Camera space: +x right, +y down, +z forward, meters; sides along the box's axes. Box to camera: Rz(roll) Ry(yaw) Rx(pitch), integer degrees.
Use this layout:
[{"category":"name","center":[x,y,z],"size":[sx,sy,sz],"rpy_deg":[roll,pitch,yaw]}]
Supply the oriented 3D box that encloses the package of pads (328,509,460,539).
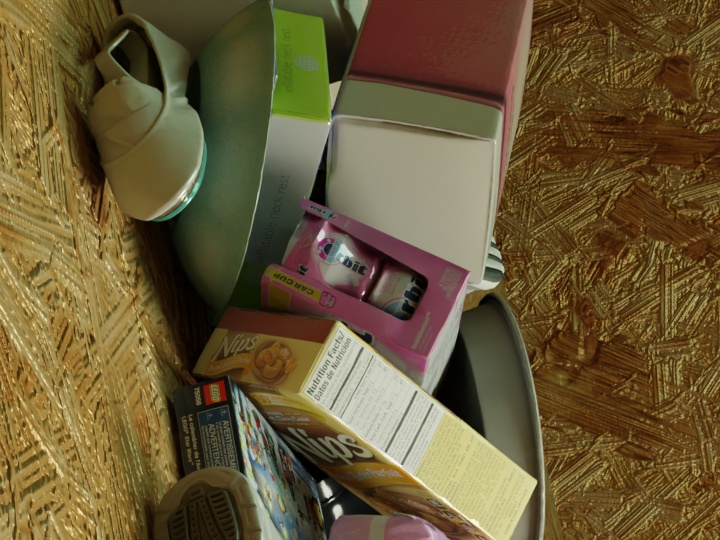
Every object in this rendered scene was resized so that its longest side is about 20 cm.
[{"category":"package of pads","center":[0.017,0.252,1.298],"size":[0.120,0.075,0.201],"rpy_deg":[40,54,-68]}]

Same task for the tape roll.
[{"category":"tape roll","center":[-0.087,-0.215,1.496],"size":[0.203,0.139,0.203],"rpy_deg":[-17,90,-82]}]

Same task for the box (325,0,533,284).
[{"category":"box","center":[0.048,-0.106,1.428],"size":[0.200,0.109,0.128],"rpy_deg":[-75,171,-47]}]

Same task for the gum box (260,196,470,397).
[{"category":"gum box","center":[0.001,0.034,1.367],"size":[0.200,0.113,0.066],"rpy_deg":[95,20,-69]}]

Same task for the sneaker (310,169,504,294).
[{"category":"sneaker","center":[0.000,0.000,1.523],"size":[0.200,0.115,0.075],"rpy_deg":[19,47,-39]}]

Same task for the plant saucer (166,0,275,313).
[{"category":"plant saucer","center":[-0.093,-0.075,1.339],"size":[0.201,0.039,0.202],"rpy_deg":[-172,-90,-78]}]

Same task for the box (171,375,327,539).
[{"category":"box","center":[-0.057,0.163,1.303],"size":[0.200,0.040,0.137],"rpy_deg":[58,18,-63]}]

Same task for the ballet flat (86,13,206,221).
[{"category":"ballet flat","center":[-0.133,-0.095,1.260],"size":[0.200,0.069,0.070],"rpy_deg":[-101,171,-60]}]

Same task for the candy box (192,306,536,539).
[{"category":"candy box","center":[0.004,0.099,1.338],"size":[0.200,0.115,0.055],"rpy_deg":[39,70,-33]}]

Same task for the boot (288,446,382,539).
[{"category":"boot","center":[0.014,0.162,1.528],"size":[0.200,0.076,0.169],"rpy_deg":[-57,134,-46]}]

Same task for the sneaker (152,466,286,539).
[{"category":"sneaker","center":[-0.046,0.204,1.119],"size":[0.099,0.078,0.201],"rpy_deg":[43,31,-53]}]

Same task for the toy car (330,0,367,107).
[{"category":"toy car","center":[-0.045,-0.207,1.831],"size":[0.200,0.184,0.177],"rpy_deg":[39,-23,49]}]

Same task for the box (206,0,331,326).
[{"category":"box","center":[-0.061,-0.074,1.391],"size":[0.122,0.047,0.200],"rpy_deg":[-97,-160,-51]}]

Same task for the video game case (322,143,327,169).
[{"category":"video game case","center":[-0.006,-0.034,1.699],"size":[0.143,0.019,0.200],"rpy_deg":[57,-18,23]}]

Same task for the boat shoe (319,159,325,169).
[{"category":"boat shoe","center":[-0.050,-0.037,1.658],"size":[0.200,0.068,0.057],"rpy_deg":[69,9,-46]}]

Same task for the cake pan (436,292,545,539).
[{"category":"cake pan","center":[0.085,0.117,1.480],"size":[0.200,0.037,0.201],"rpy_deg":[174,-90,-80]}]
